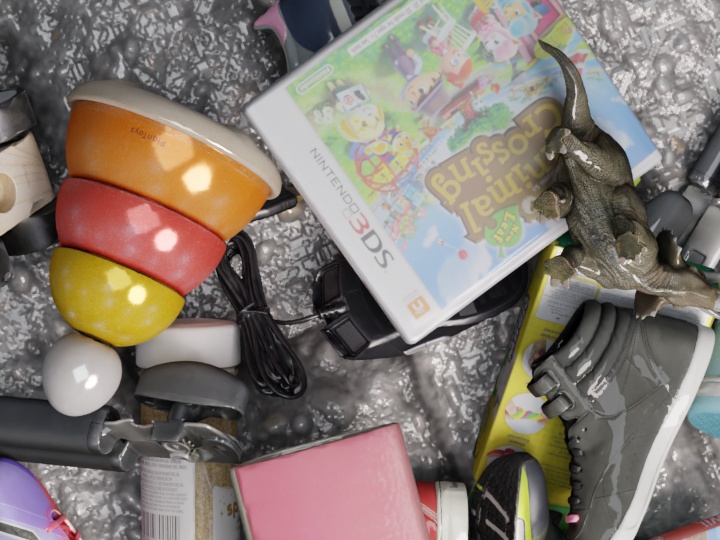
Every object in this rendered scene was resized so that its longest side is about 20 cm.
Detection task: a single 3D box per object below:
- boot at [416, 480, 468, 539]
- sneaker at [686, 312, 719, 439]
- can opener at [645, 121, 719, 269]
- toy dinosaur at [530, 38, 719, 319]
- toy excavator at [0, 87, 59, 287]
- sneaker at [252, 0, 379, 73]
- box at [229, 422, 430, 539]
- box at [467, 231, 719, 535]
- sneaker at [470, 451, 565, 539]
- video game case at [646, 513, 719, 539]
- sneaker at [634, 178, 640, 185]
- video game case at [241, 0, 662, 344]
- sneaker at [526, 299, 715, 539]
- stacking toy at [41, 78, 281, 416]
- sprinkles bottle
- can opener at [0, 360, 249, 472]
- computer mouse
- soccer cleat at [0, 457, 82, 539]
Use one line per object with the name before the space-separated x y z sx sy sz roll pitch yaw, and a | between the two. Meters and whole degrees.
boot | -0.002 0.239 1.533 0.144 0.072 0.201 -1 89 -1
sneaker | 0.311 0.066 1.537 0.199 0.079 0.131 23 69 -26
can opener | 0.237 -0.063 1.526 0.053 0.066 0.200 33 89 38
toy dinosaur | 0.144 -0.041 1.415 0.077 0.102 0.200 -35 81 20
toy excavator | -0.311 -0.027 1.476 0.199 0.194 0.100 -5 113 37
sneaker | -0.011 -0.088 1.507 0.082 0.070 0.201 -17 81 22
box | -0.003 0.203 1.439 0.109 0.128 0.201 -15 86 -2
box | 0.148 0.080 1.519 0.117 0.048 0.201 16 110 -5
sneaker | 0.127 0.200 1.526 0.081 0.074 0.201 -21 119 -15
video game case | 0.165 0.248 1.513 0.199 0.017 0.144 -16 115 -22
sneaker | 0.108 -0.129 1.505 0.200 0.083 0.072 41 90 -5
video game case | 0.058 -0.085 1.447 0.200 0.022 0.182 -36 100 -4
sneaker | 0.137 0.109 1.451 0.099 0.071 0.201 24 85 -2
stacking toy | -0.149 -0.006 1.451 0.146 0.146 0.201 25 81 -5
sprinkles bottle | -0.111 0.133 1.517 0.068 0.068 0.201 -1 94 -3
can opener | -0.159 0.090 1.482 0.199 0.053 0.067 3 64 29
computer mouse | 0.000 0.000 1.528 0.199 0.046 0.141 -22 69 -15
soccer cleat | -0.183 0.208 1.510 0.076 0.067 0.201 -17 100 29
